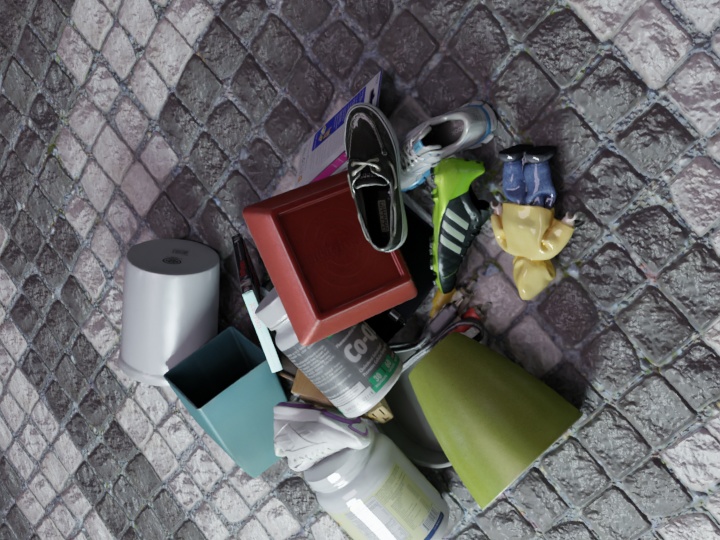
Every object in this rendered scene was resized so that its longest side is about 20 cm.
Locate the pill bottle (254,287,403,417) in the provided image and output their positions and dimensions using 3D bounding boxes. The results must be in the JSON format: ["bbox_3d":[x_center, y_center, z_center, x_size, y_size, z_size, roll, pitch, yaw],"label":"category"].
[{"bbox_3d":[-0.045,0.097,1.467,0.200,0.113,0.113,46,131,-10],"label":"pill bottle"}]

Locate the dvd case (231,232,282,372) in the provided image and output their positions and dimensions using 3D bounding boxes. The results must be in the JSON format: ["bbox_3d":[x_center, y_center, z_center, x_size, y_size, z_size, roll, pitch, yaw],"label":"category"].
[{"bbox_3d":[-0.161,0.047,1.645,0.200,0.022,0.147,-115,6,-61],"label":"dvd case"}]

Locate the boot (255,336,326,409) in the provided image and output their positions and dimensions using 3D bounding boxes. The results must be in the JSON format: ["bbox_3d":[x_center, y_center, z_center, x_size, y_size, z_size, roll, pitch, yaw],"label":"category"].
[{"bbox_3d":[-0.084,0.140,1.716,0.200,0.075,0.097,41,102,30],"label":"boot"}]

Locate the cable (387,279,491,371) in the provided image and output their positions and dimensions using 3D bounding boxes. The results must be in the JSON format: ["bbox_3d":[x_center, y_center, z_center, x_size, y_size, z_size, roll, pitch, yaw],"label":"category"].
[{"bbox_3d":[0.106,0.096,1.532,0.097,0.050,0.200,44,118,1],"label":"cable"}]

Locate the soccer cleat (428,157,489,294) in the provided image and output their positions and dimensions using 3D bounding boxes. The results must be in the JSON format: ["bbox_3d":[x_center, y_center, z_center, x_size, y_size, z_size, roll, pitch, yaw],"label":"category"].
[{"bbox_3d":[0.133,-0.056,1.427,0.080,0.068,0.201,1,120,2],"label":"soccer cleat"}]

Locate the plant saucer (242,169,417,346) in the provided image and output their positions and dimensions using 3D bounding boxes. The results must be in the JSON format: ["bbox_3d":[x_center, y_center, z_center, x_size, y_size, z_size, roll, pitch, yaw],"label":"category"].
[{"bbox_3d":[-0.031,-0.027,1.422,0.037,0.199,0.201,-29,85,60],"label":"plant saucer"}]

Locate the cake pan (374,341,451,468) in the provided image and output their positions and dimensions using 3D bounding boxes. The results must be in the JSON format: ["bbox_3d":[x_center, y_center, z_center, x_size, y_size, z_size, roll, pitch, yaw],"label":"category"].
[{"bbox_3d":[0.097,0.198,1.599,0.199,0.037,0.202,14,115,33],"label":"cake pan"}]

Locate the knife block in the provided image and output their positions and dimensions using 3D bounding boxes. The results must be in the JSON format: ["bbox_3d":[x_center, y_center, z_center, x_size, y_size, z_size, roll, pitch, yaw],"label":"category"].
[{"bbox_3d":[-0.027,0.123,1.613,0.199,0.064,0.177,12,73,23],"label":"knife block"}]

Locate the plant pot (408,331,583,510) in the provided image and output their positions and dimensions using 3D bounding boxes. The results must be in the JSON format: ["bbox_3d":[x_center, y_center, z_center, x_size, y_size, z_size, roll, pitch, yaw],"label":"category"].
[{"bbox_3d":[0.166,0.186,1.444,0.200,0.187,0.187,47,128,14],"label":"plant pot"}]

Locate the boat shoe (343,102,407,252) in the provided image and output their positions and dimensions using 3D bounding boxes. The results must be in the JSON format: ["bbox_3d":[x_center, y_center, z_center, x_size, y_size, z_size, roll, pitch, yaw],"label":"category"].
[{"bbox_3d":[0.019,-0.124,1.392,0.070,0.064,0.202,-14,90,15],"label":"boat shoe"}]

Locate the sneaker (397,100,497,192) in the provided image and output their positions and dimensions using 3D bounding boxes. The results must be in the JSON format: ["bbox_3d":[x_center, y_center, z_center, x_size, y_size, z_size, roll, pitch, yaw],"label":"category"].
[{"bbox_3d":[0.082,-0.166,1.424,0.199,0.087,0.075,-32,83,30],"label":"sneaker"}]

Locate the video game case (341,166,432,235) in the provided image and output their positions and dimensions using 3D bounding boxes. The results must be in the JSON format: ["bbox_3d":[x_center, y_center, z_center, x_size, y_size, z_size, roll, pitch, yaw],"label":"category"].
[{"bbox_3d":[-0.013,-0.048,1.530,0.143,0.018,0.200,41,104,-3],"label":"video game case"}]

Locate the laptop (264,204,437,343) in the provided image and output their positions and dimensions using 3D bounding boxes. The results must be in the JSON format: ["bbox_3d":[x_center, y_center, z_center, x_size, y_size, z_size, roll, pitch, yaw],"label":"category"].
[{"bbox_3d":[0.000,0.000,1.525,0.187,0.116,0.200,40,133,-3],"label":"laptop"}]

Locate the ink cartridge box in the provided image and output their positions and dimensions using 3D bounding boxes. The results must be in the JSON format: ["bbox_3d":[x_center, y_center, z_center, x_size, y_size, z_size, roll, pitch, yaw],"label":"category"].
[{"bbox_3d":[-0.023,-0.191,1.512,0.037,0.095,0.200,28,136,-23],"label":"ink cartridge box"}]

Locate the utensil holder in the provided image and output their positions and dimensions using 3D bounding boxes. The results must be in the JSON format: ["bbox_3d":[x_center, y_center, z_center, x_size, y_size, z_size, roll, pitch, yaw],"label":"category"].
[{"bbox_3d":[-0.320,0.068,1.789,0.169,0.170,0.201,21,117,30],"label":"utensil holder"}]

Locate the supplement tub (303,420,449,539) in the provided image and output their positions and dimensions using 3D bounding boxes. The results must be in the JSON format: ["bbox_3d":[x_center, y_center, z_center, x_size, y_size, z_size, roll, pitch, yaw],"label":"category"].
[{"bbox_3d":[0.024,0.337,1.602,0.145,0.145,0.200,-26,113,40],"label":"supplement tub"}]

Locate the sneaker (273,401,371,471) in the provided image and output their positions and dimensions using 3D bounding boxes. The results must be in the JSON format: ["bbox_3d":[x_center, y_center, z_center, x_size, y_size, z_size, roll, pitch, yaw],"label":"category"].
[{"bbox_3d":[-0.056,0.250,1.557,0.199,0.075,0.100,3,83,49],"label":"sneaker"}]

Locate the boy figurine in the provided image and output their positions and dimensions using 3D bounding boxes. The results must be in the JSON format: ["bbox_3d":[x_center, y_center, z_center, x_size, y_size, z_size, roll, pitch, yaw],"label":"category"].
[{"bbox_3d":[0.228,-0.060,1.386,0.124,0.064,0.202,4,110,36],"label":"boy figurine"}]

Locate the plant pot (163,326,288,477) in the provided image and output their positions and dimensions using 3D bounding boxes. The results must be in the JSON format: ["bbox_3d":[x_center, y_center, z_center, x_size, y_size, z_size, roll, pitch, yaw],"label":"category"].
[{"bbox_3d":[-0.199,0.230,1.744,0.141,0.141,0.201,29,149,52],"label":"plant pot"}]

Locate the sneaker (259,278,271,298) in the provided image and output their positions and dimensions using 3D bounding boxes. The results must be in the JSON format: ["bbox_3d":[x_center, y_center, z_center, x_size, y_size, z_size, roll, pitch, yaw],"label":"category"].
[{"bbox_3d":[-0.057,-0.011,1.590,0.198,0.070,0.109,-3,101,12],"label":"sneaker"}]
